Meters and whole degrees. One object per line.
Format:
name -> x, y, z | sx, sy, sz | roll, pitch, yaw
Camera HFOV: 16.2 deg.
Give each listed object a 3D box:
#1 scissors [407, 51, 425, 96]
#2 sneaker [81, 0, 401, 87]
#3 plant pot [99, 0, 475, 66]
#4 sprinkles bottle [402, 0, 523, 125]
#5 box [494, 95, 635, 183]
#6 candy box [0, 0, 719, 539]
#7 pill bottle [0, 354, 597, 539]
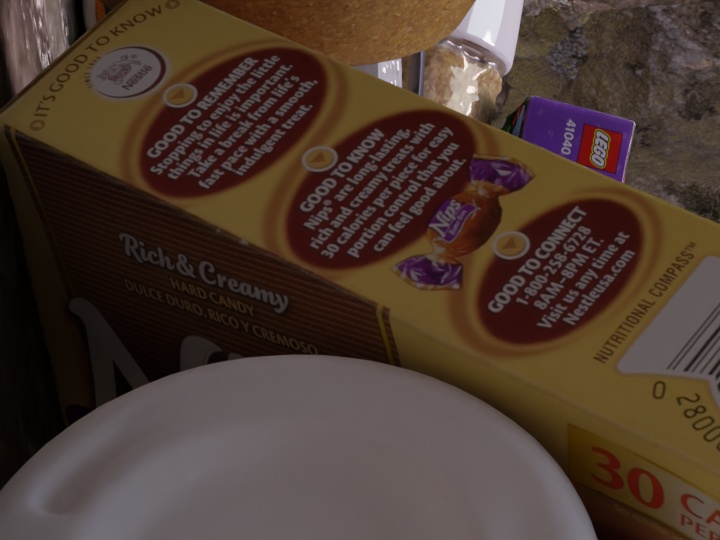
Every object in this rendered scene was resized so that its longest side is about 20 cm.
scissors -> 0.012, -0.001, 0.743 | 0.073, 0.014, 0.201 | 70, 22, -59
sneaker -> -0.027, -0.040, 0.646 | 0.078, 0.079, 0.201 | 58, 30, -79
plant pot -> -0.004, -0.152, 0.519 | 0.187, 0.185, 0.201 | -90, -171, -58
sprinkles bottle -> 0.000, 0.000, 0.786 | 0.068, 0.068, 0.201 | 73, 28, -79
box -> 0.035, 0.055, 0.826 | 0.137, 0.039, 0.201 | 147, -44, -75
candy box -> 0.025, 0.032, 0.495 | 0.056, 0.199, 0.117 | -47, 148, -33
pill bottle -> -0.007, 0.123, 0.472 | 0.112, 0.111, 0.201 | -91, 176, -48
